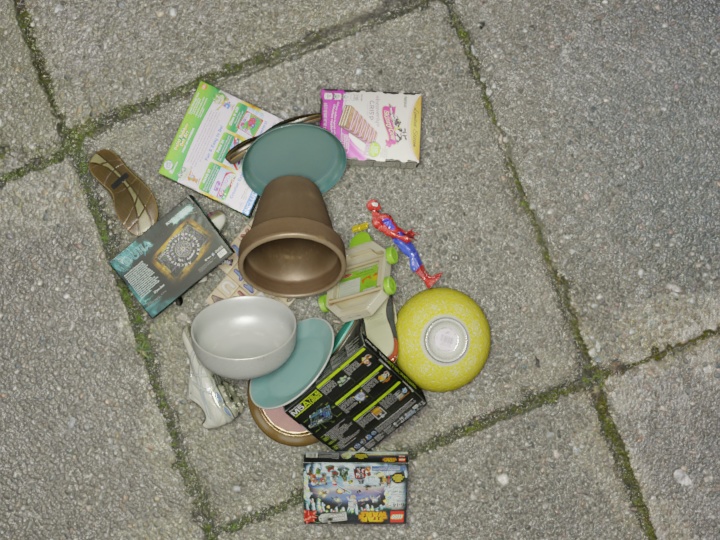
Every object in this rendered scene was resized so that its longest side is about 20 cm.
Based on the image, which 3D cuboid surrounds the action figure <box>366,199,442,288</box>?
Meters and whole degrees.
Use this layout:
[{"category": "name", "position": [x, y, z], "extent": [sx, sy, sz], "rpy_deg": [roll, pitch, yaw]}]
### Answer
[{"category": "action figure", "position": [0.081, -0.058, 1.691], "extent": [0.200, 0.065, 0.052], "rpy_deg": [47, 109, 1]}]

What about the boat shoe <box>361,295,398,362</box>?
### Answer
[{"category": "boat shoe", "position": [0.036, 0.082, 1.670], "extent": [0.070, 0.063, 0.203], "rpy_deg": [-16, 63, 12]}]

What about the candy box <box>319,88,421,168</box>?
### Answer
[{"category": "candy box", "position": [0.018, -0.274, 1.703], "extent": [0.196, 0.061, 0.139], "rpy_deg": [2, 87, -1]}]

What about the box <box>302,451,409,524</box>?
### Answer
[{"category": "box", "position": [-0.009, 0.407, 1.644], "extent": [0.196, 0.040, 0.139], "rpy_deg": [0, 113, -1]}]

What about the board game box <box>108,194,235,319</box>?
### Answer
[{"category": "board game box", "position": [-0.349, -0.026, 1.631], "extent": [0.199, 0.028, 0.136], "rpy_deg": [-37, 92, 6]}]

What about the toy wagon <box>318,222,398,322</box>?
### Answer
[{"category": "toy wagon", "position": [0.000, 0.000, 1.662], "extent": [0.153, 0.040, 0.203], "rpy_deg": [-16, 49, 28]}]

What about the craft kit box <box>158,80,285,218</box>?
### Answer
[{"category": "craft kit box", "position": [-0.262, -0.234, 1.707], "extent": [0.195, 0.049, 0.203], "rpy_deg": [26, 86, -2]}]

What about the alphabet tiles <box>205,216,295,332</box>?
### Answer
[{"category": "alphabet tiles", "position": [-0.201, 0.015, 1.709], "extent": [0.167, 0.008, 0.201], "rpy_deg": [41, 86, 1]}]

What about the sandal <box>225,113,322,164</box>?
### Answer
[{"category": "sandal", "position": [-0.158, -0.241, 1.652], "extent": [0.198, 0.082, 0.055], "rpy_deg": [-28, 107, -1]}]

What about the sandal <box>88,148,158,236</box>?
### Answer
[{"category": "sandal", "position": [-0.451, -0.149, 1.697], "extent": [0.080, 0.054, 0.201], "rpy_deg": [-37, 73, -8]}]

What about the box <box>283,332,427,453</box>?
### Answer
[{"category": "box", "position": [-0.009, 0.240, 1.612], "extent": [0.199, 0.048, 0.193], "rpy_deg": [-40, 117, 12]}]

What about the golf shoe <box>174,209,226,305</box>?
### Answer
[{"category": "golf shoe", "position": [-0.315, -0.026, 1.681], "extent": [0.092, 0.073, 0.200], "rpy_deg": [41, 96, -2]}]

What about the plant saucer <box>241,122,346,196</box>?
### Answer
[{"category": "plant saucer", "position": [-0.124, -0.205, 1.638], "extent": [0.197, 0.201, 0.028], "rpy_deg": [-11, 54, -2]}]

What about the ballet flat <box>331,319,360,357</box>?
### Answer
[{"category": "ballet flat", "position": [-0.049, 0.177, 1.652], "extent": [0.068, 0.068, 0.201], "rpy_deg": [40, 87, -11]}]

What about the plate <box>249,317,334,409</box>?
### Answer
[{"category": "plate", "position": [-0.121, 0.174, 1.612], "extent": [0.200, 0.200, 0.026], "rpy_deg": [-45, 120, -3]}]

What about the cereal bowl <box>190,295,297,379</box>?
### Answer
[{"category": "cereal bowl", "position": [-0.212, 0.134, 1.618], "extent": [0.196, 0.201, 0.085], "rpy_deg": [1, 121, -1]}]

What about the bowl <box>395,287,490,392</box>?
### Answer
[{"category": "bowl", "position": [0.156, 0.131, 1.657], "extent": [0.196, 0.108, 0.204], "rpy_deg": [0, 87, -1]}]

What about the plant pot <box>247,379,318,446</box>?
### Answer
[{"category": "plant pot", "position": [-0.121, 0.236, 1.686], "extent": [0.196, 0.027, 0.204], "rpy_deg": [0, 87, 0]}]

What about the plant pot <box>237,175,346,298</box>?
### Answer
[{"category": "plant pot", "position": [-0.124, -0.075, 1.628], "extent": [0.196, 0.202, 0.177], "rpy_deg": [-1, 55, -1]}]

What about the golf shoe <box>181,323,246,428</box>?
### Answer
[{"category": "golf shoe", "position": [-0.304, 0.204, 1.665], "extent": [0.096, 0.078, 0.202], "rpy_deg": [-31, 80, 15]}]
